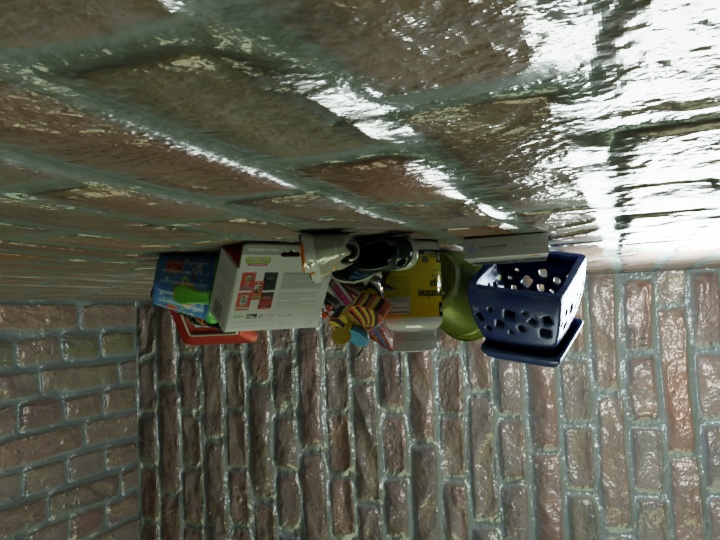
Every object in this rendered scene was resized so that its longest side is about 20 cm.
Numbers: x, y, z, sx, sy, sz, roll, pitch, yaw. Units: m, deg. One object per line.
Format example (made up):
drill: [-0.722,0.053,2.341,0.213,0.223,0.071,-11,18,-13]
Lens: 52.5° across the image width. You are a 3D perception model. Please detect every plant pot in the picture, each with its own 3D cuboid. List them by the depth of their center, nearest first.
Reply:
plant pot: [0.348,0.078,1.497,0.198,0.182,0.200,5,-153,32]
plant pot: [0.200,0.041,1.617,0.198,0.204,0.192,-5,164,36]

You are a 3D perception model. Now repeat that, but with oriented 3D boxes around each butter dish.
butter dish: [-0.321,0.051,1.636,0.196,0.202,0.148,-4,-149,16]

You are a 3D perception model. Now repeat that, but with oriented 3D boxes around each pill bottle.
pill bottle: [0.098,0.049,1.374,0.111,0.203,0.112,-2,177,0]

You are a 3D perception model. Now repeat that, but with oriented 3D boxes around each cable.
cable: [-0.116,0.029,1.505,0.096,0.051,0.201,5,143,35]

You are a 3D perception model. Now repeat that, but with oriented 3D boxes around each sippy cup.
sippy cup: [-0.334,0.027,1.421,0.128,0.142,0.178,9,154,-11]

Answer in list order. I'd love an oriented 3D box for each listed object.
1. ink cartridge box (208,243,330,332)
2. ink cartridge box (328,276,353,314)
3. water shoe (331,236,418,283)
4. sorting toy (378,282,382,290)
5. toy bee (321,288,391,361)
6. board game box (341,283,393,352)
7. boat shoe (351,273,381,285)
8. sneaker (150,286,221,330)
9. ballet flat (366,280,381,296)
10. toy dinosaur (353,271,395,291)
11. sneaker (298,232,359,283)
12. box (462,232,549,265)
ink cartridge box: [-0.159,0.014,1.345,0.198,0.178,0.084,1,-152,-35]
ink cartridge box: [-0.073,0.039,1.593,0.201,0.037,0.094,51,160,-26]
water shoe: [0.006,-0.026,1.256,0.198,0.073,0.078,-15,165,42]
sorting toy: [0.003,0.024,1.992,0.198,0.071,0.198,-5,176,37]
toy bee: [-0.022,0.097,1.372,0.108,0.201,0.131,32,-145,3]
board game box: [0.010,0.101,1.644,0.103,0.019,0.201,30,158,45]
boat shoe: [0.000,0.000,1.583,0.070,0.071,0.199,-4,177,23]
sneaker: [-0.346,0.072,1.519,0.197,0.075,0.080,15,-143,6]
ballet flat: [0.002,0.035,1.687,0.199,0.074,0.073,36,-160,34]
toy dinosaur: [0.027,-0.008,1.326,0.047,0.090,0.198,15,165,-42]
sneaker: [-0.044,-0.023,1.207,0.091,0.077,0.200,-7,177,3]
box: [0.281,-0.038,1.402,0.153,0.042,0.200,-4,177,14]
